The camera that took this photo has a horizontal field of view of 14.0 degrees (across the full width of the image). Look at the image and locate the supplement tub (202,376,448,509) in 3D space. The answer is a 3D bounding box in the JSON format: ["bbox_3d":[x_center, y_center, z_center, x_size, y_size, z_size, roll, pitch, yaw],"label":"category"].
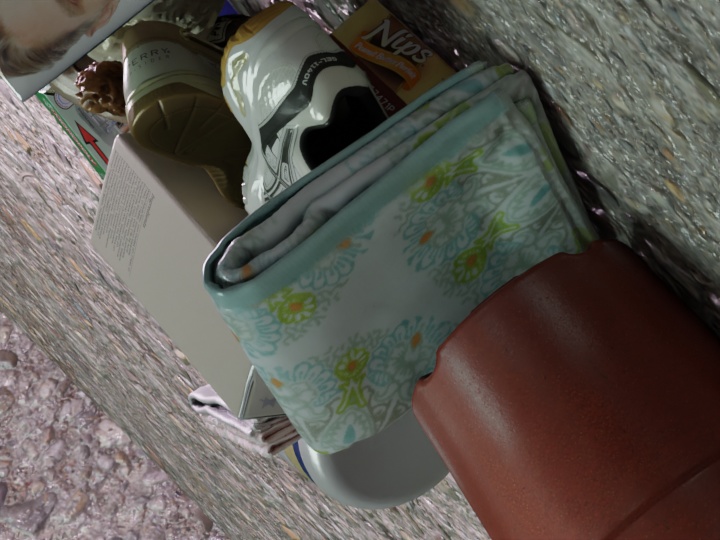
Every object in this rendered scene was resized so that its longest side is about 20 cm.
[{"bbox_3d":[-0.022,0.069,2.076,0.200,0.144,0.145,33,161,52],"label":"supplement tub"}]

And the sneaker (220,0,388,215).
[{"bbox_3d":[-0.017,-0.052,1.575,0.088,0.076,0.200,39,164,33],"label":"sneaker"}]

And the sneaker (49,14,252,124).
[{"bbox_3d":[-0.092,-0.129,1.755,0.199,0.071,0.076,11,138,5],"label":"sneaker"}]

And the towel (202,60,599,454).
[{"bbox_3d":[0.028,-0.003,1.549,0.048,0.200,0.171,53,176,42],"label":"towel"}]

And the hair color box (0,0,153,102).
[{"bbox_3d":[-0.126,-0.187,1.504,0.100,0.200,0.061,50,-160,-10],"label":"hair color box"}]

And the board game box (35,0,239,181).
[{"bbox_3d":[-0.099,-0.082,1.896,0.200,0.135,0.029,52,168,-20],"label":"board game box"}]

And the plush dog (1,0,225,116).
[{"bbox_3d":[-0.119,-0.178,1.655,0.160,0.201,0.172,15,172,7],"label":"plush dog"}]

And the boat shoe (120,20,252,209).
[{"bbox_3d":[-0.068,-0.088,1.637,0.200,0.074,0.067,33,-146,-60],"label":"boat shoe"}]

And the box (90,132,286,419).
[{"bbox_3d":[-0.080,-0.001,1.715,0.200,0.068,0.082,47,130,43],"label":"box"}]

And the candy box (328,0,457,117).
[{"bbox_3d":[0.036,-0.059,1.676,0.115,0.055,0.200,45,167,22],"label":"candy box"}]

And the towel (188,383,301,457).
[{"bbox_3d":[-0.008,0.048,1.840,0.032,0.191,0.200,60,168,-10],"label":"towel"}]

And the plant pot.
[{"bbox_3d":[0.140,0.102,1.535,0.195,0.201,0.201,53,171,22],"label":"plant pot"}]
